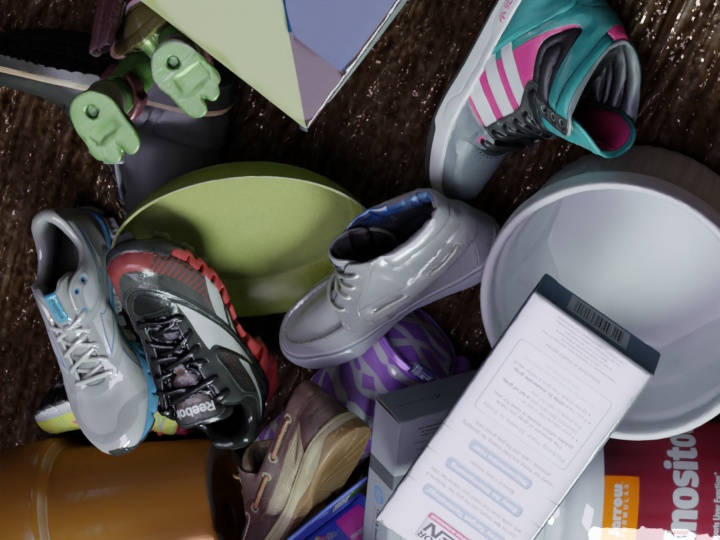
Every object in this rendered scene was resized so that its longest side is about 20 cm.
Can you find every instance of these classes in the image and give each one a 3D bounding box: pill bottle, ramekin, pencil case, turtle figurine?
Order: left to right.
[{"bbox_3d":[-0.116,-0.115,1.452,0.143,0.194,0.202,4,110,5],"label":"turtle figurine"},{"bbox_3d":[-0.004,0.108,1.656,0.085,0.084,0.200,29,127,-23],"label":"pencil case"},{"bbox_3d":[0.192,0.008,1.514,0.199,0.105,0.202,9,119,16],"label":"ramekin"},{"bbox_3d":[0.205,0.164,1.558,0.198,0.113,0.114,2,119,-2],"label":"pill bottle"}]

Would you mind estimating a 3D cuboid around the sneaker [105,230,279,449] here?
[{"bbox_3d":[-0.124,0.058,1.574,0.070,0.098,0.201,-15,133,22],"label":"sneaker"}]

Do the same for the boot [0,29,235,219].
[{"bbox_3d":[-0.197,-0.097,1.612,0.198,0.078,0.139,14,119,13],"label":"boot"}]

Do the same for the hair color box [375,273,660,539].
[{"bbox_3d":[0.108,0.114,1.471,0.099,0.061,0.201,35,107,3],"label":"hair color box"}]

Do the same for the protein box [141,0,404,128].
[{"bbox_3d":[-0.053,-0.230,1.407,0.198,0.200,0.135,38,114,-3],"label":"protein box"}]

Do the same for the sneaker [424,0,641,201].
[{"bbox_3d":[0.127,-0.104,1.474,0.121,0.083,0.201,46,127,29],"label":"sneaker"}]

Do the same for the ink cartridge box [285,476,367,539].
[{"bbox_3d":[-0.044,0.242,1.669,0.042,0.119,0.200,47,153,17],"label":"ink cartridge box"}]

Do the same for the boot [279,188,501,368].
[{"bbox_3d":[0.000,0.000,1.550,0.199,0.074,0.095,-31,144,24],"label":"boot"}]

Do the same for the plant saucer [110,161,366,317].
[{"bbox_3d":[-0.086,-0.027,1.586,0.198,0.031,0.200,-5,150,-3],"label":"plant saucer"}]

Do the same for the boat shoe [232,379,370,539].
[{"bbox_3d":[-0.056,0.155,1.617,0.072,0.072,0.201,46,141,17],"label":"boat shoe"}]

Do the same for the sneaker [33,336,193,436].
[{"bbox_3d":[-0.174,0.103,1.715,0.199,0.078,0.091,-20,116,30],"label":"sneaker"}]

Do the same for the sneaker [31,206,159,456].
[{"bbox_3d":[-0.215,0.044,1.636,0.075,0.087,0.201,-21,76,18],"label":"sneaker"}]

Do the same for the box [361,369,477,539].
[{"bbox_3d":[0.077,0.169,1.620,0.041,0.155,0.201,45,139,46],"label":"box"}]

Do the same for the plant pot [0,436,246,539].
[{"bbox_3d":[-0.180,0.218,1.717,0.182,0.200,0.201,-16,111,15],"label":"plant pot"}]
